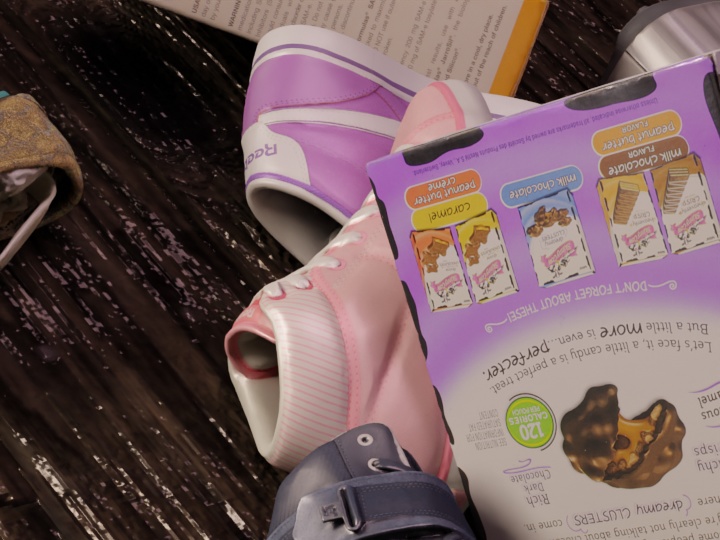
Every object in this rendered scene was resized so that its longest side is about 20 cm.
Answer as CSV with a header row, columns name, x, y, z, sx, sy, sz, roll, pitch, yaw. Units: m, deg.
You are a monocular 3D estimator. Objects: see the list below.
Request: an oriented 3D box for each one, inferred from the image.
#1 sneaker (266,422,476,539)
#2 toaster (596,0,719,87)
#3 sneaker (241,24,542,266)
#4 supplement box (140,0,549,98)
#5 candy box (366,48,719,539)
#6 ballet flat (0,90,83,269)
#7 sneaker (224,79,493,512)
name,x,y,z,sx,sy,sz,roll,pitch,yaw
sneaker,0.055,0.104,0.829,0.201,0.077,0.147,-17,35,5
toaster,0.214,-0.063,1.181,0.199,0.114,0.129,-7,48,-39
sneaker,0.035,-0.027,1.079,0.199,0.073,0.115,17,53,-17
supplement box,-0.014,-0.146,1.158,0.199,0.074,0.126,20,14,-6
candy box,0.109,0.030,0.866,0.071,0.167,0.202,-20,94,-47
ballet flat,-0.180,-0.015,0.928,0.070,0.071,0.200,34,36,15
sneaker,0.000,0.000,0.965,0.104,0.075,0.202,10,60,-11
